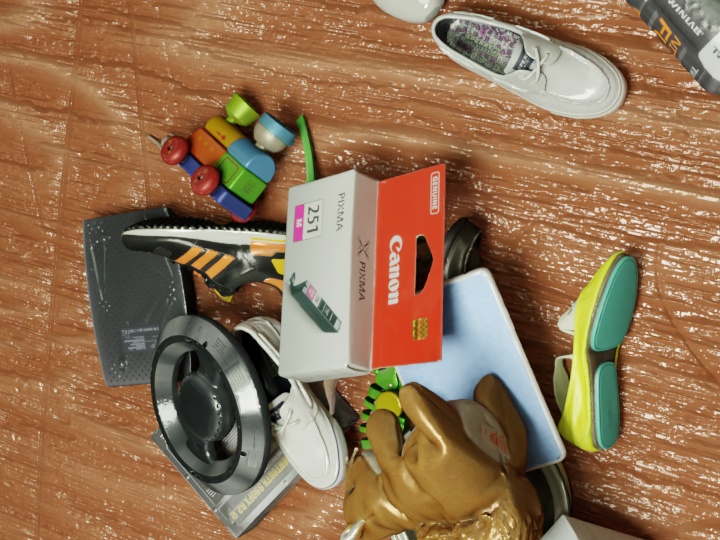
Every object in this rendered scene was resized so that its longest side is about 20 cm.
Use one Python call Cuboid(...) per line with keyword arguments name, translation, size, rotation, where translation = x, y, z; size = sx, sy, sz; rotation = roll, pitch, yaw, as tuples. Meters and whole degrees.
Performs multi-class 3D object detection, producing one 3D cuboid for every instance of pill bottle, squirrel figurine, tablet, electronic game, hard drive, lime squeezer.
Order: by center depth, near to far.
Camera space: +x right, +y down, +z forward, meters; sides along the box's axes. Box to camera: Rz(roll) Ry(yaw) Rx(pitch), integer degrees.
Cuboid(name="pill bottle", translation=(0.315, -0.230, 1.002), size=(0.106, 0.106, 0.200), rotation=(-42, 78, 22))
Cuboid(name="squirrel figurine", translation=(0.067, 0.216, 1.045), size=(0.187, 0.141, 0.200), rotation=(-42, 71, 31))
Cuboid(name="tablet", translation=(0.104, 0.108, 1.095), size=(0.130, 0.014, 0.200), rotation=(-22, 94, 24))
Cuboid(name="electronic game", translation=(-0.163, 0.144, 1.215), size=(0.200, 0.042, 0.201), rotation=(18, 116, 44))
Cuboid(name="lime squeezer", translation=(-0.016, -0.075, 1.217), size=(0.071, 0.038, 0.200), rotation=(-44, 74, -10))
Cuboid(name="hard drive", translation=(-0.253, 0.032, 1.327), size=(0.135, 0.042, 0.201), rotation=(-7, 92, 25))

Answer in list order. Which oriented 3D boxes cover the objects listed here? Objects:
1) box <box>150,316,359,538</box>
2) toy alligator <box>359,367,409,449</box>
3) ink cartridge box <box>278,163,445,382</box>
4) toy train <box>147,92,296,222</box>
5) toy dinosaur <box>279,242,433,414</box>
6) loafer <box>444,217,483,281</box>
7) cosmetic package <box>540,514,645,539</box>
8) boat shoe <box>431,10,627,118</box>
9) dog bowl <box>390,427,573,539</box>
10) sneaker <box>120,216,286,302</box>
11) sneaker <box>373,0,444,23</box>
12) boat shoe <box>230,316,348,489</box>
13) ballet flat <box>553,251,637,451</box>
Cuboid(name="box", translation=(-0.122, 0.177, 1.279), size=(0.158, 0.048, 0.200), rotation=(46, 111, 12))
Cuboid(name="toy alligator", translation=(0.031, 0.126, 1.197), size=(0.054, 0.059, 0.201), rotation=(13, 101, 23))
Cuboid(name="ink cartridge box", translation=(0.000, 0.000, 1.096), size=(0.173, 0.043, 0.201), rotation=(-13, 68, 41))
Cuboid(name="toy train", translation=(-0.159, -0.150, 1.253), size=(0.116, 0.085, 0.200), rotation=(-50, 49, 3))
Cuboid(name="toy dinosaur", translation=(0.000, 0.049, 1.164), size=(0.135, 0.086, 0.201), rotation=(6, 76, 43))
Cuboid(name="loafer", translation=(0.112, 0.045, 1.151), size=(0.071, 0.073, 0.201), rotation=(7, 107, 18))
Cuboid(name="cosmetic package", translation=(0.194, 0.335, 1.098), size=(0.200, 0.151, 0.052), rotation=(-53, 34, 20))
Cuboid(name="boat shoe", translation=(0.159, -0.204, 1.097), size=(0.200, 0.068, 0.072), rotation=(33, 108, 18))
Cuboid(name="dog bowl", translation=(0.126, 0.232, 1.158), size=(0.200, 0.074, 0.201), rotation=(3, 98, 24))
Cuboid(name="sneaker", translation=(-0.167, -0.009, 1.248), size=(0.199, 0.070, 0.090), rotation=(2, 101, 5))
Cuboid(name="sneaker", translation=(0.004, -0.327, 1.150), size=(0.070, 0.080, 0.200), rotation=(-45, 78, 20))
Cuboid(name="boat shoe", translation=(-0.083, 0.144, 1.195), size=(0.074, 0.065, 0.200), rotation=(-35, 81, 22))
Cuboid(name="ballet flat", translation=(0.222, 0.077, 1.106), size=(0.067, 0.067, 0.201), rotation=(13, 104, 44))
